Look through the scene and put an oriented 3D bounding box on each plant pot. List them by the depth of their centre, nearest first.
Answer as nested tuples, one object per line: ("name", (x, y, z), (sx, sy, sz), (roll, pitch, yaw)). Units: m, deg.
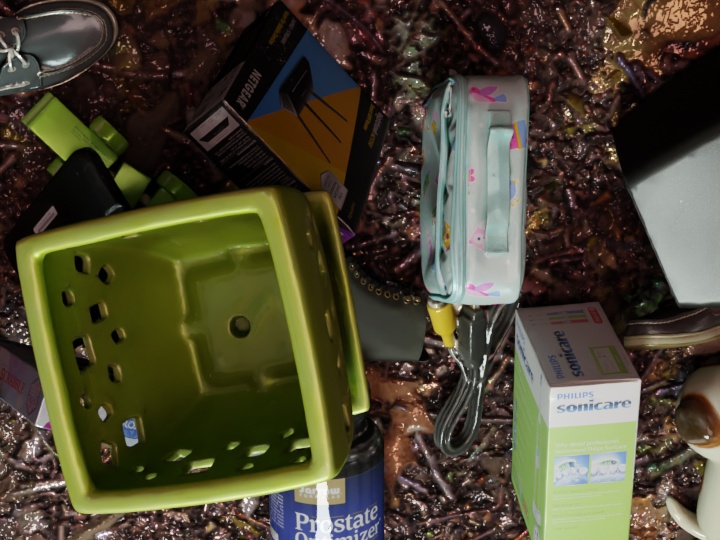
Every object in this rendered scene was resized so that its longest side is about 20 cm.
("plant pot", (-0.102, 0.045, 0.939), (0.199, 0.181, 0.200), (-10, 95, 16))
("plant pot", (0.329, -0.078, 1.142), (0.177, 0.200, 0.200), (-23, 111, 15))

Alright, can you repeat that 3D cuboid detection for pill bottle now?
("pill bottle", (-0.032, 0.200, 1.240), (0.111, 0.112, 0.201), (-3, 110, -4))

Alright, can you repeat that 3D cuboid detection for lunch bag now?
("lunch bag", (0.095, -0.071, 1.115), (0.077, 0.160, 0.201), (0, 92, -4))

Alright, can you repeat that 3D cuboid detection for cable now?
("cable", (0.104, 0.081, 1.258), (0.097, 0.050, 0.201), (-20, 129, -30))

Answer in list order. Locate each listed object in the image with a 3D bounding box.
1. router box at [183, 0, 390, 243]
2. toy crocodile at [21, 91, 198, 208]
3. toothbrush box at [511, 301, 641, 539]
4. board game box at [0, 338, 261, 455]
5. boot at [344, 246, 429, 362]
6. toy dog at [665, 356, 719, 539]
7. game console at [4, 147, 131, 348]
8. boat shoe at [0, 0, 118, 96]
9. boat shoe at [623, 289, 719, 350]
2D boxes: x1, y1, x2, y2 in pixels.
("router box", (-0.053, -0.119, 1.078), (0.051, 0.200, 0.149), (-34, 111, 28))
("toy crocodile", (-0.211, -0.077, 1.156), (0.200, 0.062, 0.068), (39, 85, -14))
("toothbrush box", (0.195, 0.152, 1.216), (0.086, 0.146, 0.201), (-5, 116, -3))
("board game box", (-0.208, 0.112, 1.118), (0.199, 0.199, 0.041), (18, 88, -32))
("boot", (0.000, 0.000, 1.200), (0.138, 0.078, 0.201), (-2, 123, -9))
("toy dog", (0.377, 0.177, 1.271), (0.139, 0.194, 0.201), (-39, 114, -36))
("game console", (-0.195, -0.008, 1.142), (0.200, 0.116, 0.176), (-36, 84, 49))
("boat shoe", (-0.302, -0.177, 1.107), (0.199, 0.062, 0.073), (-15, 110, 0))
("boat shoe", (0.313, 0.030, 1.209), (0.200, 0.072, 0.066), (-10, 93, -36))
